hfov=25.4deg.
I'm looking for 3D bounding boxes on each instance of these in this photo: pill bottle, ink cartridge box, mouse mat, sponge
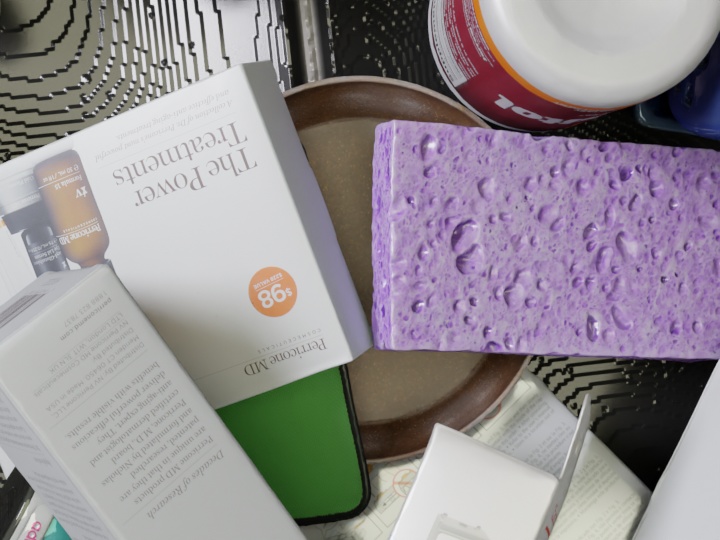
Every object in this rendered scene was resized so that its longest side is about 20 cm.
[{"bbox_3d":[0.095,-0.126,0.776,0.112,0.200,0.113,0,91,-6],"label":"pill bottle"},{"bbox_3d":[0.047,0.147,0.779,0.067,0.116,0.201,23,81,11],"label":"ink cartridge box"},{"bbox_3d":[0.062,0.136,0.863,0.163,0.057,0.200,-44,74,-4],"label":"ink cartridge box"},{"bbox_3d":[-0.086,0.039,0.822,0.160,0.008,0.201,-9,94,17],"label":"mouse mat"},{"bbox_3d":[0.101,-0.012,0.807,0.199,0.030,0.112,3,85,-23],"label":"sponge"}]

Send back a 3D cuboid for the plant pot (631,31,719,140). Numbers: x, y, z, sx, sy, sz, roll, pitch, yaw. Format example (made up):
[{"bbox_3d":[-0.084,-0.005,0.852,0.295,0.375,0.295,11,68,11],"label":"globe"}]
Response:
[{"bbox_3d":[0.244,-0.149,0.794,0.199,0.180,0.201,6,91,-15],"label":"plant pot"}]

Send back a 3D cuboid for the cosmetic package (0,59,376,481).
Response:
[{"bbox_3d":[-0.111,0.002,0.795,0.199,0.052,0.151,-21,94,18],"label":"cosmetic package"}]

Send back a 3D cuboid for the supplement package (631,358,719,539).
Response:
[{"bbox_3d":[0.255,0.163,0.789,0.200,0.147,0.192,28,87,-32],"label":"supplement package"}]

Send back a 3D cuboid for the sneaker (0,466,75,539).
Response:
[{"bbox_3d":[-0.156,0.194,0.815,0.120,0.084,0.200,26,108,-20],"label":"sneaker"}]

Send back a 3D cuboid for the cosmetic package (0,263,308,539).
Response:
[{"bbox_3d":[-0.096,0.097,0.723,0.071,0.101,0.200,-39,105,-22],"label":"cosmetic package"}]

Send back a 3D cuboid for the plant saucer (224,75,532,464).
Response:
[{"bbox_3d":[0.000,0.000,0.841,0.199,0.034,0.201,0,88,2],"label":"plant saucer"}]
